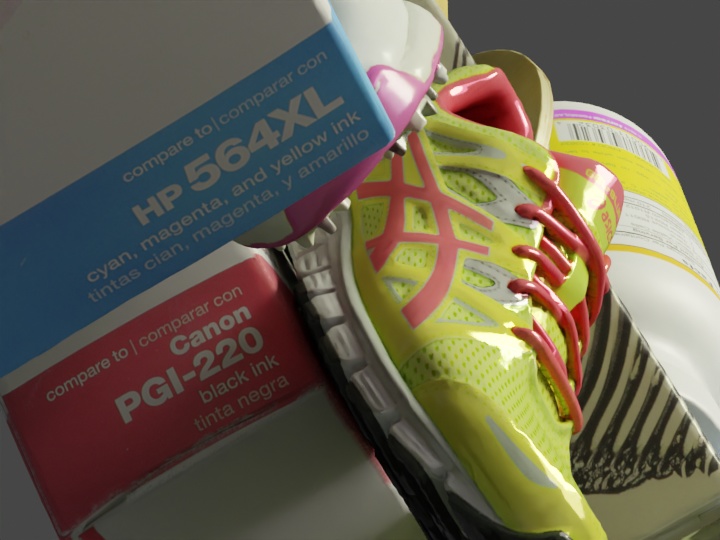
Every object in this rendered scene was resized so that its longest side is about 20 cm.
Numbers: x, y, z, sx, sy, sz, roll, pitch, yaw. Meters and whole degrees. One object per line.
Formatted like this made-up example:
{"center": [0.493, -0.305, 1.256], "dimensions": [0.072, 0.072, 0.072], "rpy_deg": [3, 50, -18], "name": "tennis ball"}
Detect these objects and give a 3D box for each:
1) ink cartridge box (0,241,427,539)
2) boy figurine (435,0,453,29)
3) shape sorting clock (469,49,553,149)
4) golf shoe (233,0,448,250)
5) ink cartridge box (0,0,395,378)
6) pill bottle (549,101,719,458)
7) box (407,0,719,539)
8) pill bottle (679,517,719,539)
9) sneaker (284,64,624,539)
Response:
{"center": [-0.065, 0.002, 0.747], "dimensions": [0.201, 0.084, 0.146], "rpy_deg": [59, 0, 30], "name": "ink cartridge box"}
{"center": [-0.016, -0.112, 0.855], "dimensions": [0.124, 0.064, 0.200], "rpy_deg": [50, -10, 35], "name": "boy figurine"}
{"center": [0.000, 0.000, 0.958], "dimensions": [0.039, 0.200, 0.200], "rpy_deg": [40, 7, -16], "name": "shape sorting clock"}
{"center": [-0.038, -0.068, 0.638], "dimensions": [0.091, 0.075, 0.200], "rpy_deg": [40, 7, -21], "name": "golf shoe"}
{"center": [-0.099, -0.094, 0.498], "dimensions": [0.129, 0.125, 0.200], "rpy_deg": [61, 0, 41], "name": "ink cartridge box"}
{"center": [0.082, 0.023, 0.939], "dimensions": [0.105, 0.104, 0.200], "rpy_deg": [60, 11, -26], "name": "pill bottle"}
{"center": [0.035, 0.018, 0.772], "dimensions": [0.201, 0.082, 0.068], "rpy_deg": [59, -2, 30], "name": "box"}
{"center": [0.072, 0.132, 0.614], "dimensions": [0.114, 0.199, 0.113], "rpy_deg": [60, 0, -1], "name": "pill bottle"}
{"center": [0.032, 0.004, 0.668], "dimensions": [0.078, 0.090, 0.200], "rpy_deg": [62, 3, -40], "name": "sneaker"}
